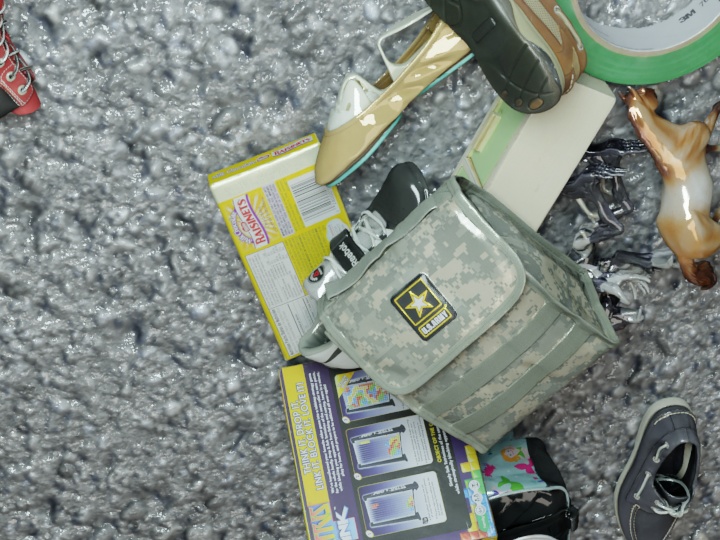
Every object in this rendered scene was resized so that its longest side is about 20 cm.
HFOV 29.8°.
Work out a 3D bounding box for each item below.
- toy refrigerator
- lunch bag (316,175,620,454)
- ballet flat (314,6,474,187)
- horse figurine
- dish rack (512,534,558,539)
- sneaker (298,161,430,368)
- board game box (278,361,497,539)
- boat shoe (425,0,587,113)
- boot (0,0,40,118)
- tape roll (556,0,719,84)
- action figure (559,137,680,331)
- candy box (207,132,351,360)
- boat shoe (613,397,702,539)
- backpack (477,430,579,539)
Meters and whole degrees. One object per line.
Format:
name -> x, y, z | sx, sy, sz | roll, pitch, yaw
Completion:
toy refrigerator -> 0.129, -0.090, 1.154 | 0.070, 0.076, 0.201 | 17, 119, -21
lunch bag -> 0.083, 0.033, 1.102 | 0.200, 0.118, 0.164 | 34, 115, -32
ballet flat -> 0.022, -0.155, 1.103 | 0.200, 0.069, 0.063 | -43, 109, 8
horse figurine -> 0.290, -0.070, 1.172 | 0.132, 0.050, 0.201 | -19, 106, -40
dish rack -> 0.154, 0.325, 1.291 | 0.171, 0.044, 0.200 | -33, 137, 24
sneaker -> 0.000, 0.000, 1.160 | 0.088, 0.074, 0.201 | 4, 115, -28
board game box -> 0.022, 0.173, 1.234 | 0.164, 0.201, 0.057 | -11, 152, -2
boat shoe -> 0.103, -0.216, 1.041 | 0.074, 0.076, 0.201 | -34, 94, -33
boot -> -0.270, -0.195, 1.011 | 0.200, 0.073, 0.144 | -38, 123, 24
tape roll -> 0.233, -0.249, 1.084 | 0.199, 0.048, 0.202 | -5, 124, -8
action figure -> 0.227, -0.008, 1.205 | 0.101, 0.119, 0.201 | 9, 121, 28
candy box -> -0.053, -0.017, 1.195 | 0.102, 0.026, 0.201 | -20, 125, 1
boat shoe -> 0.312, 0.228, 1.410 | 0.072, 0.063, 0.201 | -2, 124, -10
backpack -> 0.095, 0.249, 1.326 | 0.199, 0.151, 0.178 | -16, 130, -12
